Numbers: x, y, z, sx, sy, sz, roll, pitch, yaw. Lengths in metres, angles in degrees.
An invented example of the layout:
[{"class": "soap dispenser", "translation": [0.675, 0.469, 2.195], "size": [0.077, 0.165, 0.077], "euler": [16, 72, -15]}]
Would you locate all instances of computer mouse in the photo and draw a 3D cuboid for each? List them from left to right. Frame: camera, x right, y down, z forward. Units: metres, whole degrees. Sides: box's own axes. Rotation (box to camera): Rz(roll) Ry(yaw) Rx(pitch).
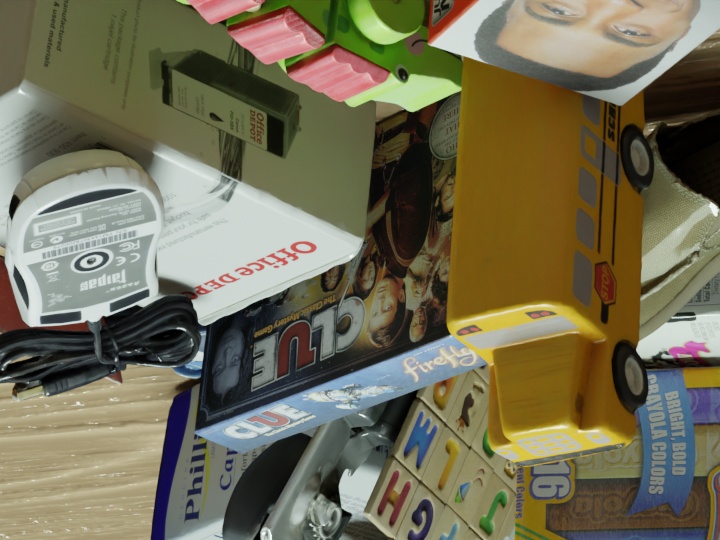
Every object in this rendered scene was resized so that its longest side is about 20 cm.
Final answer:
[{"class": "computer mouse", "translation": [-0.125, -0.006, 1.275], "size": [0.109, 0.044, 0.200], "euler": [-13, 152, -12]}]

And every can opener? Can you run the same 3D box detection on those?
[{"class": "can opener", "translation": [-0.009, 0.061, 1.441], "size": [0.067, 0.201, 0.053], "euler": [19, 163, 30]}]

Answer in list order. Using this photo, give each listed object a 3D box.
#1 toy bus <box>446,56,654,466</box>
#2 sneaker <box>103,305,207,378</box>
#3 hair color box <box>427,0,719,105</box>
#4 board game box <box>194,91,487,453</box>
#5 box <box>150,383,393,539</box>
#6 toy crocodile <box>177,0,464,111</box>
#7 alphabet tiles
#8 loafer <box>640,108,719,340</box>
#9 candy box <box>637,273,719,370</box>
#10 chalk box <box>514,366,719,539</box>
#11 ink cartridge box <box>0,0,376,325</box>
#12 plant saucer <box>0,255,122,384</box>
[{"class": "toy bus", "translation": [0.083, -0.020, 1.229], "size": [0.065, 0.201, 0.078], "euler": [-12, 150, 32]}, {"class": "sneaker", "translation": [-0.093, 0.022, 1.496], "size": [0.199, 0.074, 0.082], "euler": [7, 156, -2]}, {"class": "hair color box", "translation": [0.117, -0.144, 1.128], "size": [0.101, 0.062, 0.200], "euler": [15, 153, -21]}, {"class": "board game box", "translation": [0.000, 0.000, 1.361], "size": [0.035, 0.136, 0.199], "euler": [25, 147, -35]}, {"class": "box", "translation": [0.007, 0.117, 1.633], "size": [0.183, 0.106, 0.200], "euler": [21, 149, -31]}, {"class": "toy crocodile", "translation": [-0.031, -0.115, 1.214], "size": [0.067, 0.062, 0.200], "euler": [-18, 146, 39]}, {"class": "alphabet tiles", "translation": [0.064, 0.101, 1.493], "size": [0.006, 0.201, 0.166], "euler": [15, 162, 32]}, {"class": "loafer", "translation": [0.142, -0.030, 1.293], "size": [0.199, 0.076, 0.067], "euler": [-34, 142, 6]}, {"class": "candy box", "translation": [0.218, 0.025, 1.455], "size": [0.199, 0.061, 0.136], "euler": [-3, 153, 17]}, {"class": "chalk box", "translation": [0.188, 0.128, 1.461], "size": [0.199, 0.125, 0.125], "euler": [-2, 156, 15]}, {"class": "ink cartridge box", "translation": [-0.113, -0.060, 1.317], "size": [0.199, 0.083, 0.146], "euler": [25, 148, -34]}, {"class": "plant saucer", "translation": [-0.237, -0.013, 1.396], "size": [0.199, 0.037, 0.199], "euler": [22, 176, 38]}]
